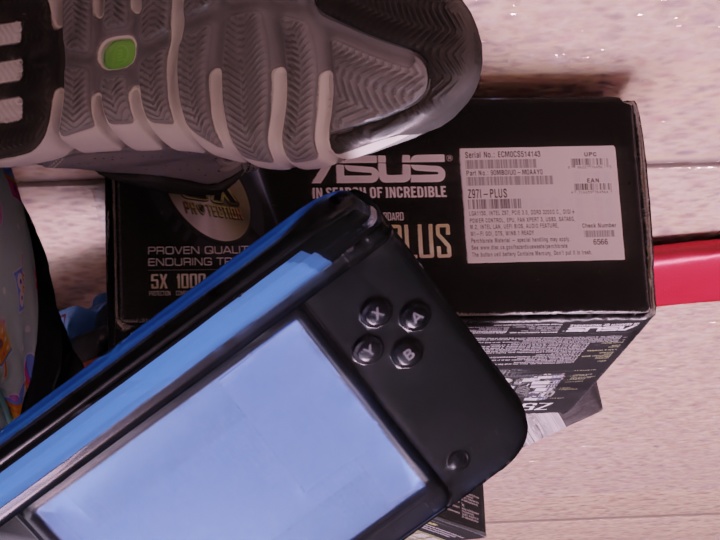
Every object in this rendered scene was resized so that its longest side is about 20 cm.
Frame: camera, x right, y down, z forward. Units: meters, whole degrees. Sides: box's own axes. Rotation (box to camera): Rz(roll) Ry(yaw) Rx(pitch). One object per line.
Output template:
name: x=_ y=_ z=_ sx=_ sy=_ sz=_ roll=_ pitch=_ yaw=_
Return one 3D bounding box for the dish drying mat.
dish drying mat: x=0.154 y=0.002 z=1.097 sx=0.199 sy=0.018 sz=0.077 roll=-4 pitch=164 yaw=7

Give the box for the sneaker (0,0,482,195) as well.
sneaker: x=-0.033 y=-0.063 z=0.741 sx=0.199 sy=0.076 sz=0.115 roll=1 pitch=173 yaw=29

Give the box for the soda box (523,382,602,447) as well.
soda box: x=0.006 y=0.064 z=1.019 sx=0.199 sy=0.071 sz=0.063 roll=-24 pitch=-155 yaw=-18

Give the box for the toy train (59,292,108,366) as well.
toy train: x=-0.139 y=0.068 z=1.103 sx=0.086 sy=0.115 sz=0.200 roll=16 pitch=157 yaw=-33

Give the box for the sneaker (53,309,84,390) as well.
sneaker: x=-0.158 y=0.028 z=0.937 sx=0.076 sy=0.091 sz=0.200 roll=-19 pitch=-142 yaw=-31

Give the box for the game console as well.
game console: x=-0.051 y=0.074 z=0.734 sx=0.200 sy=0.118 sz=0.171 roll=-36 pitch=117 yaw=4

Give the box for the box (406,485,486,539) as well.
box: x=-0.033 y=0.114 z=1.348 sx=0.163 sy=0.087 sz=0.200 roll=-8 pitch=164 yaw=21

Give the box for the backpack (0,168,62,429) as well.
backpack: x=-0.187 y=-0.007 z=0.780 sx=0.126 sy=0.168 sz=0.200 roll=-27 pitch=156 yaw=12

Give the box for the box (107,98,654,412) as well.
box: x=0.000 y=0.000 z=0.894 sx=0.199 sy=0.087 sz=0.164 roll=-1 pitch=163 yaw=-6
